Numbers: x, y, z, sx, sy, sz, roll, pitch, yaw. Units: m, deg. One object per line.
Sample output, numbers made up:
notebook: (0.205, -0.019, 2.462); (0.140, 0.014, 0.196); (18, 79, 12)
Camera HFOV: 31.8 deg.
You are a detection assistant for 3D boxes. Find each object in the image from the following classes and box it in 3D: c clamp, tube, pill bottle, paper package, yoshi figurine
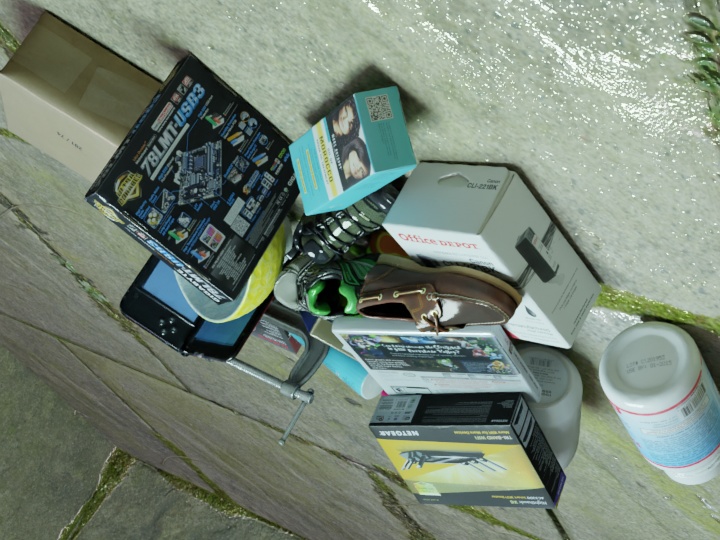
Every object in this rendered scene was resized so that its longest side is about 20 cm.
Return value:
c clamp: (-0.131, 0.116, 1.694); (0.199, 0.171, 0.027); (28, 156, 25)
tube: (-0.044, 0.107, 1.738); (0.199, 0.051, 0.077); (33, -178, 38)
pill bottle: (0.341, 0.152, 1.384); (0.108, 0.109, 0.200); (14, 152, 39)
paper package: (-0.337, -0.195, 1.572); (0.199, 0.104, 0.191); (31, 160, -1)
yoshi figurine: (-0.013, 0.005, 1.571); (0.112, 0.113, 0.199); (45, 159, -15)

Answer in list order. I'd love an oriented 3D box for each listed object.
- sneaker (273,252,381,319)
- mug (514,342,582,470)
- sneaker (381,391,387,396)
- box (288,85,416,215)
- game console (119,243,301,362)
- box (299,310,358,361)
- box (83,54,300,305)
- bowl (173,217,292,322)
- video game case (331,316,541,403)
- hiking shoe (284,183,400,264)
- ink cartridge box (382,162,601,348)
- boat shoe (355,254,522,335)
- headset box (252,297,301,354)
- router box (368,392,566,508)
sneaker: (-0.045, 0.017, 1.489); (0.199, 0.085, 0.079); (-6, 102, 52)
mug: (0.197, 0.177, 1.570); (0.150, 0.185, 0.154); (50, 159, 24)
sneaker: (-0.003, 0.109, 1.827); (0.199, 0.075, 0.081); (36, 160, -9)
box: (-0.012, -0.119, 1.298); (0.200, 0.049, 0.083); (-25, 78, 66)
game console: (-0.201, 0.007, 1.697); (0.171, 0.201, 0.119); (34, 158, -5)
box: (-0.017, 0.082, 1.651); (0.120, 0.033, 0.200); (29, -175, -10)
box: (-0.175, -0.100, 1.414); (0.198, 0.201, 0.050); (38, 156, -20)
bowl: (-0.151, -0.041, 1.619); (0.107, 0.203, 0.199); (-8, -172, -38)
video game case: (0.090, 0.103, 1.453); (0.198, 0.024, 0.182); (0, 151, 27)
hiking shoe: (-0.016, -0.049, 1.446); (0.075, 0.101, 0.199); (38, 159, -19)
ink cartridge box: (0.139, -0.016, 1.324); (0.143, 0.084, 0.200); (9, 150, 48)
boat shoe: (0.078, 0.035, 1.310); (0.199, 0.071, 0.070); (8, 148, 48)
headset box: (-0.156, 0.036, 1.876); (0.147, 0.075, 0.201); (22, 157, 22)
router box: (0.130, 0.219, 1.534); (0.198, 0.053, 0.158); (-5, 132, 35)
